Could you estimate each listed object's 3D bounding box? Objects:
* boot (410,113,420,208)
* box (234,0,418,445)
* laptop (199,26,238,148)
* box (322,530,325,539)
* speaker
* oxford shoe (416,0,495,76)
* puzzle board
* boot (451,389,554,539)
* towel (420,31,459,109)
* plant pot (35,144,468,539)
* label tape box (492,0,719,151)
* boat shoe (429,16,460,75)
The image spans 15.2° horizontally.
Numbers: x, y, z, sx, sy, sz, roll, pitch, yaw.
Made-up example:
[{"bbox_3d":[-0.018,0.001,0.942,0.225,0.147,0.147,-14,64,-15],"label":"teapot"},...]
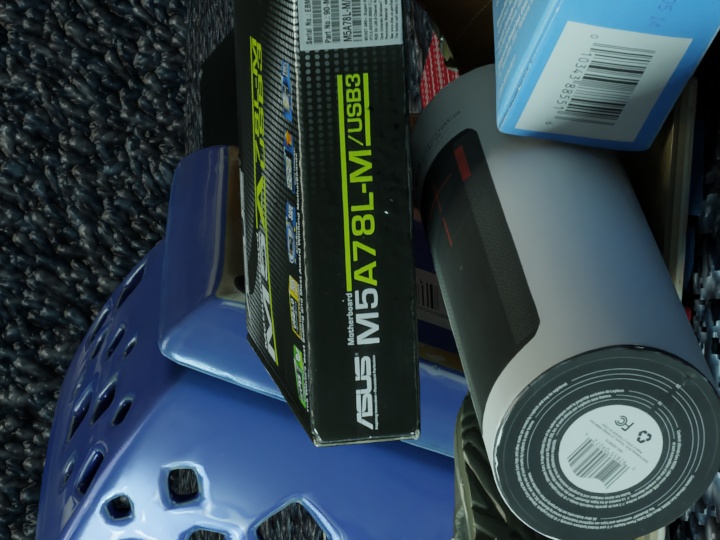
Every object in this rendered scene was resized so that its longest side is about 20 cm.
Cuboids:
[{"bbox_3d":[0.000,0.000,1.464,0.075,0.096,0.201,102,167,-52],"label":"boot"},{"bbox_3d":[-0.017,-0.052,1.041,0.193,0.047,0.201,-137,43,-74],"label":"box"},{"bbox_3d":[-0.081,-0.108,2.326,0.200,0.103,0.178,63,-164,-46],"label":"laptop"},{"bbox_3d":[0.008,0.176,1.506,0.200,0.047,0.195,-164,74,-84],"label":"box"},{"bbox_3d":[0.069,0.006,0.952,0.200,0.081,0.082,-103,17,-57],"label":"speaker"},{"bbox_3d":[0.025,-0.157,1.058,0.071,0.071,0.201,-29,79,36],"label":"oxford shoe"},{"bbox_3d":[0.104,0.016,1.041,0.151,0.017,0.201,-123,36,-77],"label":"puzzle board"},{"bbox_3d":[0.061,0.150,1.070,0.200,0.072,0.183,102,171,-61],"label":"boot"},{"bbox_3d":[0.058,-0.081,1.343,0.200,0.022,0.146,104,163,-63],"label":"towel"},{"bbox_3d":[-0.030,0.067,1.268,0.200,0.199,0.181,-91,23,-60],"label":"plant pot"},{"bbox_3d":[0.090,-0.166,0.949,0.144,0.063,0.201,115,158,-57],"label":"label tape box"},{"bbox_3d":[0.062,-0.106,1.119,0.072,0.064,0.201,-62,-22,-74],"label":"boat shoe"}]
